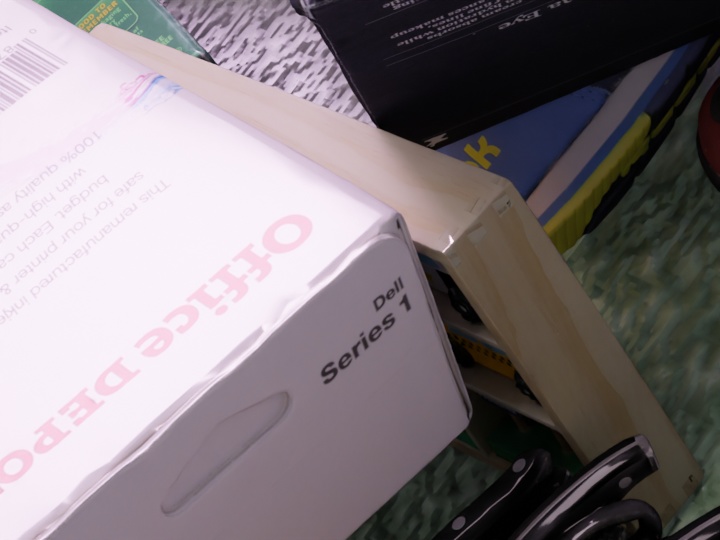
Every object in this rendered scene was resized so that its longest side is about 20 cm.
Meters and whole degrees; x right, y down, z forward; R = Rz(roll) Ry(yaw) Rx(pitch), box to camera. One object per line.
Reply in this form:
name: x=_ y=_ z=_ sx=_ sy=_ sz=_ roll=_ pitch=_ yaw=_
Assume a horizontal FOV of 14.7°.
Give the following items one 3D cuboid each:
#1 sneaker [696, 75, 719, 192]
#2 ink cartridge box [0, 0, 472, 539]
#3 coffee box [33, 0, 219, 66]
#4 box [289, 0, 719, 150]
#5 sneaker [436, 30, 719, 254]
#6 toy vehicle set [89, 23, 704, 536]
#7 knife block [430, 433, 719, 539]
sneaker: x=0.166 y=-0.065 z=0.728 sx=0.200 sy=0.098 sz=0.071 roll=-11 pitch=52 yaw=37
ink cartridge box: x=-0.091 y=0.019 z=0.744 sx=0.145 sy=0.084 sz=0.200 roll=-42 pitch=46 yaw=-19
coffee box: x=-0.124 y=-0.067 z=0.994 sx=0.123 sy=0.044 sz=0.200 roll=-45 pitch=40 yaw=1
box: x=0.070 y=-0.126 z=0.711 sx=0.199 sy=0.182 sz=0.105 roll=-22 pitch=78 yaw=3
sneaker: x=0.082 y=-0.100 z=0.832 sx=0.082 sy=0.074 sz=0.200 roll=34 pitch=78 yaw=12
toy vehicle set: x=0.000 y=0.000 z=0.798 sx=0.027 sy=0.124 sz=0.200 roll=-48 pitch=37 yaw=-15
knife block: x=0.028 y=0.140 z=0.700 sx=0.175 sy=0.064 sz=0.201 roll=-5 pitch=54 yaw=40
